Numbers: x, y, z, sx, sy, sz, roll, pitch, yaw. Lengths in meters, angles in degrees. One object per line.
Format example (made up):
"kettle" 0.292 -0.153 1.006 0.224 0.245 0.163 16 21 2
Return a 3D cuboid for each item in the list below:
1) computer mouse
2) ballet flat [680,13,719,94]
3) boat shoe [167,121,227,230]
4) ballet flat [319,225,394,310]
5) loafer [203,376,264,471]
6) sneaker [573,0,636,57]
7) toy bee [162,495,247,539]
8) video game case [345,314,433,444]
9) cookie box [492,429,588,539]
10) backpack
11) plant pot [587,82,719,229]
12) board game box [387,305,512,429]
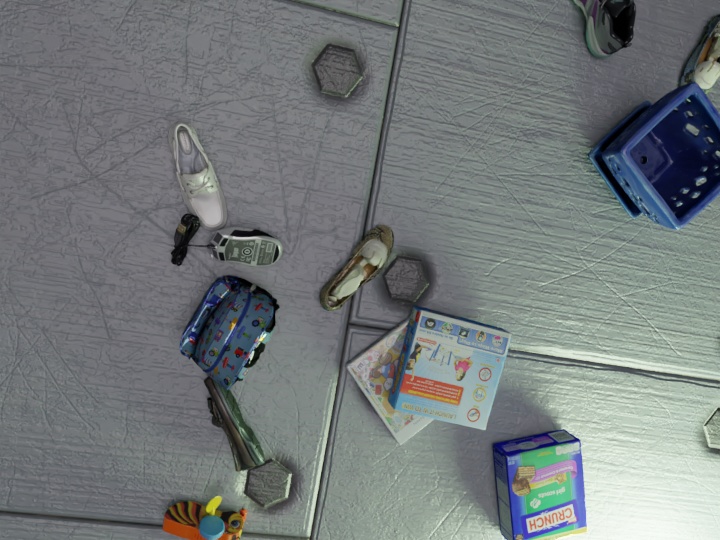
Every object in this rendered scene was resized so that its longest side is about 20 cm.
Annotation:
"computer mouse" -0.241 -0.049 1.277 0.197 0.044 0.111 6 129 -19
"ballet flat" 0.711 -0.430 1.415 0.073 0.074 0.203 20 93 -12
"boat shoe" -0.294 -0.165 1.247 0.070 0.069 0.203 -23 101 -11
"ballet flat" 0.000 0.000 1.321 0.068 0.075 0.200 42 87 -11
"loafer" -0.249 0.290 1.311 0.062 0.072 0.202 -27 103 -1
"sneaker" 0.469 -0.513 1.320 0.077 0.140 0.202 -26 101 -6
"toy bee" -0.268 0.491 1.325 0.200 0.109 0.131 42 119 0
"video game case" 0.096 0.215 1.391 0.181 0.023 0.201 -35 101 -6
"cookie box" 0.371 0.450 1.445 0.168 0.075 0.203 -9 99 -11
"backpack" -0.229 0.107 1.225 0.134 0.200 0.184 32 91 -13
"plant pot" 0.579 -0.216 1.357 0.200 0.180 0.200 -42 102 -4
"board game box" 0.174 0.190 1.364 0.197 0.056 0.199 15 94 -13
